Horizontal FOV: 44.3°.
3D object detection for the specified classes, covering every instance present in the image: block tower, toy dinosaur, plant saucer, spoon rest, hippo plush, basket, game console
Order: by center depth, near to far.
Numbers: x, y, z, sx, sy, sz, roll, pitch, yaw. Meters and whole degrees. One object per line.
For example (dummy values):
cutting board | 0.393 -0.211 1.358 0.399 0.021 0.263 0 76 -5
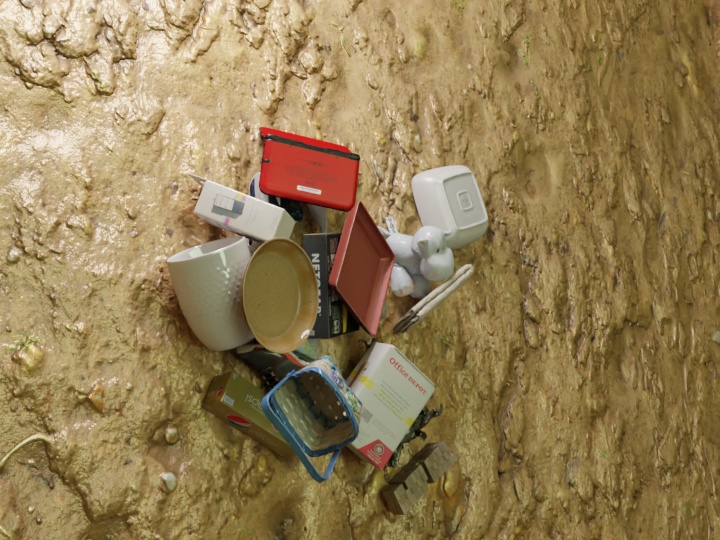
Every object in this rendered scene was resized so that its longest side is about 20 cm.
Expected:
plant saucer | -0.149 0.045 1.561 0.199 0.035 0.204 6 83 -53
basket | -0.087 0.252 1.563 0.178 0.138 0.200 55 31 -11
plant saucer | 0.000 0.000 1.759 0.201 0.036 0.202 54 43 -48
game console | -0.111 -0.206 1.782 0.197 0.119 0.176 10 76 -17
spoon rest | -0.088 -0.109 1.819 0.060 0.100 0.203 16 68 -1
toy dinosaur | 0.040 0.195 1.839 0.105 0.060 0.202 -31 125 -16
block tower | 0.121 0.431 1.852 0.199 0.054 0.059 -32 99 -44
toy dinosaur | 0.105 0.321 1.854 0.078 0.101 0.200 56 41 -12
hippo plush | 0.144 -0.045 1.953 0.158 0.160 0.203 -20 90 -43

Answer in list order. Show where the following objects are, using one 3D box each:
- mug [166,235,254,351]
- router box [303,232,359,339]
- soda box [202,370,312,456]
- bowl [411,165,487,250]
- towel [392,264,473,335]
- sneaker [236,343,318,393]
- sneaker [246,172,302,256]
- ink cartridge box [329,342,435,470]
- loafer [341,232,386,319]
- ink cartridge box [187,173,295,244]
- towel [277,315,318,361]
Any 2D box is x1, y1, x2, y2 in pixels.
mug | -0.240 0.037 1.597 0.200 0.145 0.178 -35 113 -59
router box | -0.055 0.027 1.753 0.157 0.051 0.204 -5 94 -68
soda box | -0.187 0.265 1.616 0.199 0.067 0.065 39 53 -26
bowl | 0.228 -0.157 2.127 0.198 0.074 0.203 -17 90 -43
towel | 0.160 0.066 1.933 0.199 0.133 0.035 -38 85 -28
sneaker | -0.151 0.198 1.669 0.198 0.077 0.083 27 67 -32
sneaker | -0.163 -0.089 1.748 0.111 0.073 0.204 16 65 -36
ink cartridge box | 0.035 0.267 1.763 0.145 0.083 0.201 44 73 -22
loafer | 0.002 0.013 1.880 0.070 0.069 0.203 5 64 -78
ink cartridge box | -0.229 -0.105 1.626 0.197 0.117 0.068 21 85 9
towel | -0.131 0.070 1.698 0.200 0.047 0.174 39 51 -63
